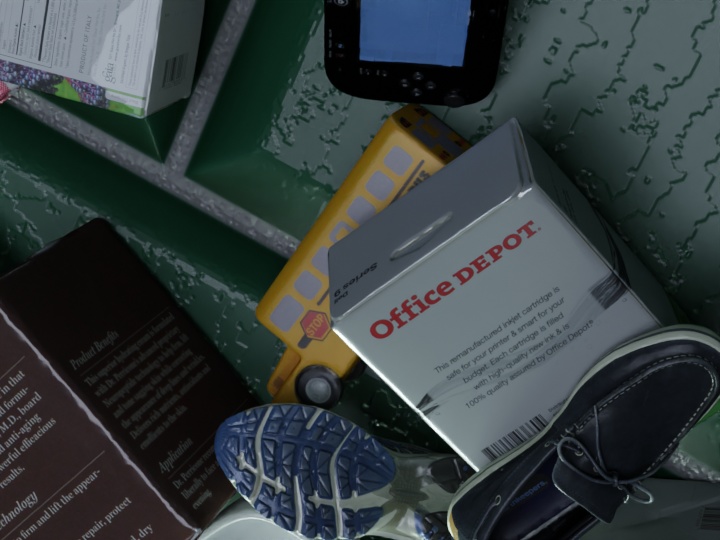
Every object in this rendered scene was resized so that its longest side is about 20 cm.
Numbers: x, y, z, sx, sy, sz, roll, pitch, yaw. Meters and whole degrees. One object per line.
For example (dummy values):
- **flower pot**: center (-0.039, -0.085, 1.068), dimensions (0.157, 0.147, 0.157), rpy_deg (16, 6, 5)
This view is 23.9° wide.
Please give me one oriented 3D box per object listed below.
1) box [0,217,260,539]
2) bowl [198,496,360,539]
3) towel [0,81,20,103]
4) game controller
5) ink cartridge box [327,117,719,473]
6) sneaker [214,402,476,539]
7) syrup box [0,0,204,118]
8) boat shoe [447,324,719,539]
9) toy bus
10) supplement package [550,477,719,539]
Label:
- **box**: center (-0.188, 0.107, 1.104), dimensions (0.164, 0.166, 0.200), rpy_deg (-41, 91, 24)
- **bowl**: center (-0.047, 0.240, 1.132), dimensions (0.199, 0.075, 0.200), rpy_deg (41, 121, -9)
- **towel**: center (-0.214, -0.218, 1.093), dimensions (0.200, 0.030, 0.147), rpy_deg (-37, 93, 20)
- **game controller**: center (0.031, -0.155, 0.960), dimensions (0.103, 0.200, 0.042), rpy_deg (-3, 61, -3)
- **ink cartridge box**: center (0.096, 0.032, 0.992), dimensions (0.146, 0.084, 0.200), rpy_deg (-35, 119, 18)
- **sneaker**: center (-0.003, 0.134, 1.071), dimensions (0.199, 0.085, 0.078), rpy_deg (19, 83, -17)
- **syrup box**: center (-0.203, -0.161, 1.047), dimensions (0.198, 0.079, 0.082), rpy_deg (15, 108, 11)
- **boat shoe**: center (0.131, 0.108, 0.957), dimensions (0.200, 0.062, 0.075), rpy_deg (-41, 116, 19)
- **toy bus**: center (0.000, 0.000, 1.067), dimensions (0.078, 0.065, 0.200), rpy_deg (38, 113, 4)
- **supplement package**: center (0.183, 0.243, 1.051), dimensions (0.119, 0.121, 0.202), rpy_deg (3, 107, 16)
